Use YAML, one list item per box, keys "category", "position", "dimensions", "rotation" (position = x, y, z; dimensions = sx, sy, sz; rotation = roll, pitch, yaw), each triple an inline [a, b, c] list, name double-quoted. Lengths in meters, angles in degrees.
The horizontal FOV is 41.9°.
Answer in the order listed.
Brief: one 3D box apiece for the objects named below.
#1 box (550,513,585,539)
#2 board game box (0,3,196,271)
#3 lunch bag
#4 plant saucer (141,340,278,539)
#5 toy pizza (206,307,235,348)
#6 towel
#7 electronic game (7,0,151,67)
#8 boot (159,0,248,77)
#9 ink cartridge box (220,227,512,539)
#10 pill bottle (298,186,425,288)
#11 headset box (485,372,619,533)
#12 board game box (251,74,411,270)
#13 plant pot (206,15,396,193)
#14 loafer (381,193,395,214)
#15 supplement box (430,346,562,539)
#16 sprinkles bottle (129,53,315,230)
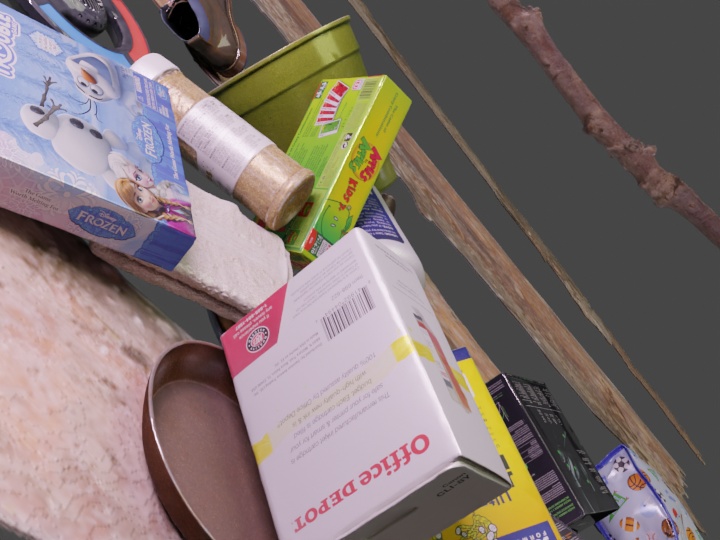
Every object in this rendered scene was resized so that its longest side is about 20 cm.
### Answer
- category: "box"
  position: [0.185, 0.297, 0.936]
  dimensions: [0.158, 0.049, 0.200]
  rotation: [34, 9, 25]
- category: "board game box"
  position: [-0.227, -0.111, 0.709]
  dimensions: [0.198, 0.043, 0.201]
  rotation: [22, 33, -36]
- category: "lunch bag"
  position: [0.414, 0.377, 1.344]
  dimensions: [0.170, 0.124, 0.201]
  rotation: [34, 18, -47]
- category: "plant saucer"
  position: [-0.084, 0.142, 0.664]
  dimensions: [0.200, 0.034, 0.201]
  rotation: [45, 20, -21]
- category: "toy pizza"
  position: [-0.065, 0.064, 0.866]
  dimensions: [0.200, 0.032, 0.201]
  rotation: [46, 18, -20]
- category: "towel"
  position: [-0.135, -0.021, 0.793]
  dimensions: [0.199, 0.035, 0.133]
  rotation: [28, 28, -31]
- category: "electronic game"
  position: [-0.283, -0.266, 0.925]
  dimensions: [0.200, 0.041, 0.201]
  rotation: [46, 18, -20]
- category: "boot"
  position: [-0.214, -0.347, 1.202]
  dimensions: [0.201, 0.074, 0.097]
  rotation: [61, 16, 19]
- category: "ink cartridge box"
  position: [-0.003, 0.096, 0.668]
  dimensions: [0.083, 0.145, 0.201]
  rotation: [35, 25, -47]
- category: "pill bottle"
  position: [0.000, 0.000, 0.977]
  dimensions: [0.119, 0.120, 0.201]
  rotation: [37, 16, -39]
- category: "headset box"
  position: [0.215, 0.238, 1.144]
  dimensions: [0.174, 0.092, 0.201]
  rotation: [20, 37, -61]
- category: "board game box"
  position: [-0.034, -0.098, 0.950]
  dimensions: [0.101, 0.202, 0.048]
  rotation: [8, -22, 48]
- category: "plant pot"
  position: [-0.055, -0.161, 1.099]
  dimensions: [0.194, 0.199, 0.201]
  rotation: [61, 16, -10]
- category: "loafer"
  position: [0.010, -0.076, 1.219]
  dimensions: [0.073, 0.071, 0.201]
  rotation: [46, 16, -42]
- category: "supplement box"
  position: [0.075, 0.186, 0.798]
  dimensions: [0.109, 0.108, 0.201]
  rotation: [92, -21, -51]
- category: "sprinkles bottle"
  position: [-0.137, -0.122, 0.888]
  dimensions: [0.199, 0.069, 0.068]
  rotation: [37, 16, 9]
